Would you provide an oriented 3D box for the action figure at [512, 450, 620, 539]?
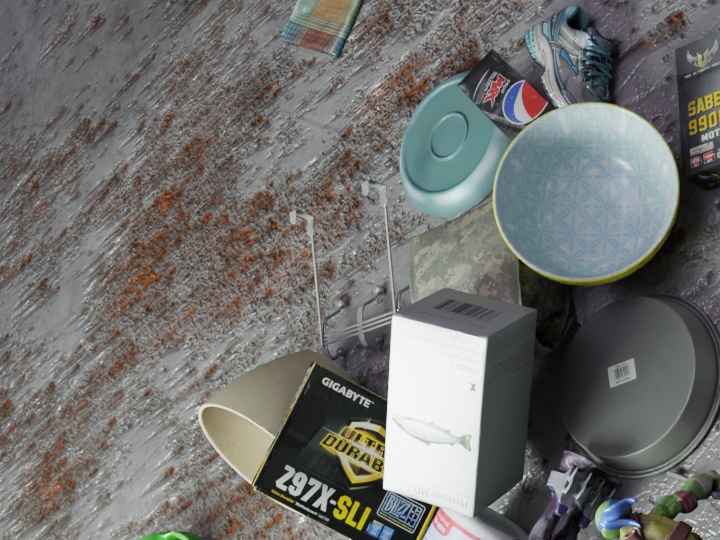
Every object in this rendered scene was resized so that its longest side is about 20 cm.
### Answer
[{"bbox_3d":[0.190,0.285,1.477,0.201,0.130,0.069,-62,26,-8],"label":"action figure"}]

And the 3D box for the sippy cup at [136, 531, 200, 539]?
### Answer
[{"bbox_3d":[-0.259,0.433,1.889,0.131,0.139,0.178,55,152,34],"label":"sippy cup"}]

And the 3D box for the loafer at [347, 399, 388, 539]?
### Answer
[{"bbox_3d":[0.035,0.248,1.700,0.063,0.072,0.201,-3,68,40],"label":"loafer"}]

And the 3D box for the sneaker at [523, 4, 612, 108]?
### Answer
[{"bbox_3d":[0.256,-0.237,1.687,0.086,0.077,0.201,-39,47,23],"label":"sneaker"}]

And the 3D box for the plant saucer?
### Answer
[{"bbox_3d":[0.118,-0.166,1.838,0.200,0.027,0.201,-22,57,38],"label":"plant saucer"}]

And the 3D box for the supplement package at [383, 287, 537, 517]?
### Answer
[{"bbox_3d":[0.104,0.137,1.532,0.116,0.117,0.201,13,110,30],"label":"supplement package"}]

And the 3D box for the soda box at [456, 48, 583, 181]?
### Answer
[{"bbox_3d":[0.200,-0.173,1.701,0.063,0.071,0.200,-45,50,8],"label":"soda box"}]

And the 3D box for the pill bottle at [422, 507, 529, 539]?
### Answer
[{"bbox_3d":[0.094,0.351,1.554,0.109,0.108,0.201,33,96,49],"label":"pill bottle"}]

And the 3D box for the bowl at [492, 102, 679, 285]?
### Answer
[{"bbox_3d":[0.250,-0.069,1.569,0.199,0.108,0.201,-5,71,16],"label":"bowl"}]

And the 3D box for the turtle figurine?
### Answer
[{"bbox_3d":[0.325,0.273,1.371,0.193,0.200,0.144,30,71,30],"label":"turtle figurine"}]

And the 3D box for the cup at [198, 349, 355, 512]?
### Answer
[{"bbox_3d":[-0.078,0.183,1.781,0.200,0.201,0.143,6,48,48],"label":"cup"}]

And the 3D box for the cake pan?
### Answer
[{"bbox_3d":[0.285,0.115,1.516,0.200,0.037,0.201,-23,56,39],"label":"cake pan"}]

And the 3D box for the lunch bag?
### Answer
[{"bbox_3d":[0.147,0.037,1.641,0.164,0.117,0.201,-25,50,37],"label":"lunch bag"}]

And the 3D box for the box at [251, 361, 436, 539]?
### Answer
[{"bbox_3d":[-0.002,0.220,1.647,0.160,0.199,0.049,-62,5,-7],"label":"box"}]

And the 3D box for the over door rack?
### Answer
[{"bbox_3d":[0.000,0.000,1.842,0.147,0.066,0.201,-21,78,40],"label":"over door rack"}]

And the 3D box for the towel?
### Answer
[{"bbox_3d":[-0.038,-0.418,2.129,0.146,0.022,0.201,24,91,50],"label":"towel"}]

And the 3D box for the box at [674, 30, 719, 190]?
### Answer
[{"bbox_3d":[0.425,-0.188,1.501,0.199,0.048,0.159,-19,59,40],"label":"box"}]
